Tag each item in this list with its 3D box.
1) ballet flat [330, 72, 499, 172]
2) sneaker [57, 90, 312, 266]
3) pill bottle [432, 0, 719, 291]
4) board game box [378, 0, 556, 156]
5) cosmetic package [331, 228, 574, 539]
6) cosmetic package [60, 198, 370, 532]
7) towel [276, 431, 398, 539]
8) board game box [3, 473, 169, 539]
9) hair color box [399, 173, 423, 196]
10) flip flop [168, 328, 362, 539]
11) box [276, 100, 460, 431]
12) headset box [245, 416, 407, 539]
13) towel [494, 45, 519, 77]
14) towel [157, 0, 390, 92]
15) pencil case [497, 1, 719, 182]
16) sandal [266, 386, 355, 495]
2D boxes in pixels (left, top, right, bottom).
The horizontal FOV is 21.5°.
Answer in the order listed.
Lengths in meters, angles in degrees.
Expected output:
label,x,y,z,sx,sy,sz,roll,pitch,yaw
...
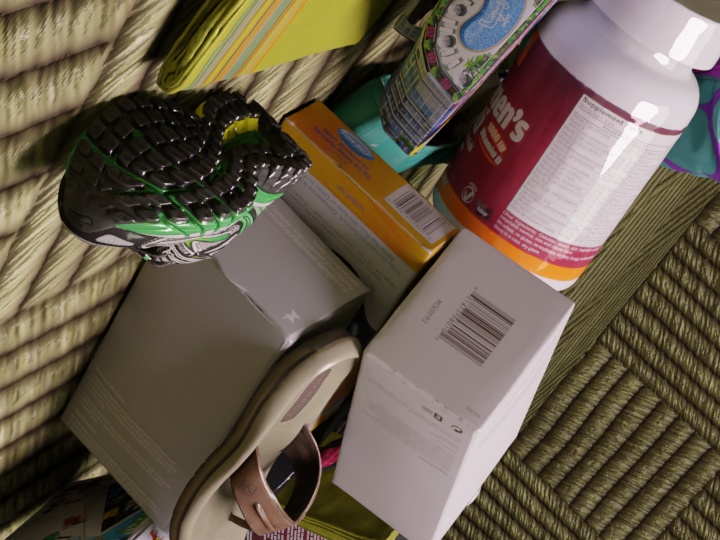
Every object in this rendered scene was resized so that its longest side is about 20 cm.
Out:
label,x,y,z,sx,sy,sz,roll,pitch,yaw
ballet flat,0.051,-0.102,1.199,0.070,0.068,0.200,-31,177,33
sneaker,-0.091,-0.031,0.926,0.085,0.078,0.200,-50,169,18
pill bottle,0.137,-0.094,1.158,0.200,0.109,0.109,-57,165,25
board game box,0.086,-0.169,1.022,0.200,0.062,0.200,-48,180,-11
cosmetic package,0.052,0.078,1.144,0.108,0.085,0.200,-50,168,-27
cosmetic package,-0.091,0.052,1.135,0.090,0.107,0.200,-28,160,-49
towel,-0.052,0.134,1.333,0.086,0.199,0.018,-49,149,-38
board game box,-0.171,0.175,1.211,0.126,0.035,0.200,-14,-169,21
hair color box,0.000,0.000,1.296,0.061,0.100,0.200,-51,168,27
flip flop,-0.048,0.115,1.097,0.081,0.058,0.200,-26,156,-54
box,-0.034,0.008,1.157,0.041,0.119,0.200,-35,164,-46
headset box,-0.032,0.170,1.391,0.149,0.199,0.078,-49,146,-60
towel,0.107,-0.056,1.371,0.148,0.036,0.201,60,29,-77
towel,-0.026,-0.135,0.934,0.086,0.018,0.200,-48,170,27
pencil case,0.189,-0.119,1.248,0.085,0.200,0.093,-42,130,-22
sandal,-0.019,0.117,1.269,0.200,0.045,0.075,-47,169,1
